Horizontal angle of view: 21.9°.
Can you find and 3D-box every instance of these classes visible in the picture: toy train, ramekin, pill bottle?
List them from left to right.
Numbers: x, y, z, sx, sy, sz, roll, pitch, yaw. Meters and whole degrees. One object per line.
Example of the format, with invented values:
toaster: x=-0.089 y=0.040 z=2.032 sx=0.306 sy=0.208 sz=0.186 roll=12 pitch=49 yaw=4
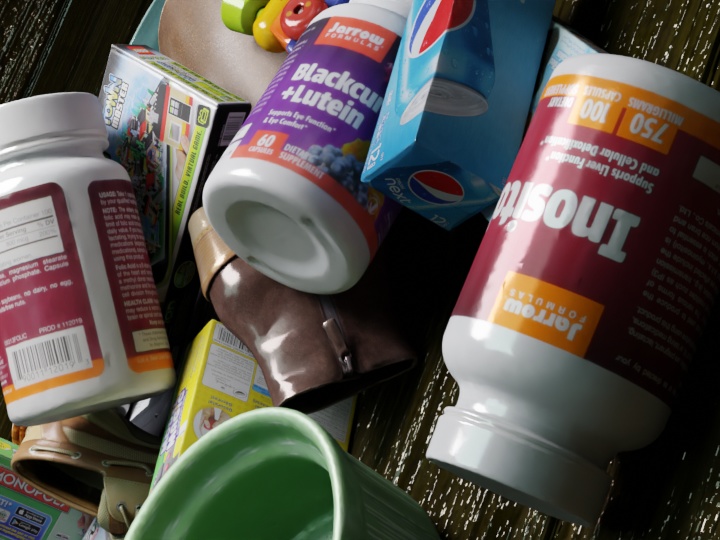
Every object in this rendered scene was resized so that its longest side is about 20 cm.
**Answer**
pill bottle: x=-0.196 y=-0.007 z=1.221 sx=0.114 sy=0.114 sz=0.201 roll=-24 pitch=79 yaw=62
ramekin: x=-0.045 y=0.185 z=1.009 sx=0.200 sy=0.097 sz=0.201 roll=-32 pitch=42 yaw=34
toy train: x=-0.053 y=-0.162 z=1.264 sx=0.115 sy=0.085 sz=0.201 roll=27 pitch=77 yaw=38
pill bottle: x=-0.005 y=-0.094 z=1.160 sx=0.111 sy=0.111 sz=0.201 roll=-30 pitch=27 yaw=59
pill bottle: x=0.107 y=0.011 z=0.867 sx=0.201 sy=0.112 sz=0.113 roll=-67 pitch=19 yaw=-8

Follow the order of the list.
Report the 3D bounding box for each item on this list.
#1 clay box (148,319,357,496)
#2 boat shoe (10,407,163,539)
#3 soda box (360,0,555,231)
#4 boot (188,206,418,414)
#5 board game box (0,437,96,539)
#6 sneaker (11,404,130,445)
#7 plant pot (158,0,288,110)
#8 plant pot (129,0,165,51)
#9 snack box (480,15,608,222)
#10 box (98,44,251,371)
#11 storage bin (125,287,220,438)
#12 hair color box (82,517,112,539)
clay box: x=-0.073 y=0.142 z=1.170 sx=0.048 sy=0.114 sz=0.201 roll=-43 pitch=28 yaw=48
boat shoe: x=-0.148 y=0.153 z=1.255 sx=0.074 sy=0.199 sz=0.076 roll=-48 pitch=-31 yaw=-41
soda box: x=0.065 y=-0.130 z=1.105 sx=0.064 sy=0.068 sz=0.201 roll=-34 pitch=35 yaw=53
boot: x=0.000 y=0.000 z=1.210 sx=0.167 sy=0.199 sz=0.073 roll=58 pitch=162 yaw=31
board game box: x=-0.218 y=0.210 z=1.334 sx=0.135 sy=0.199 sz=0.029 roll=-59 pitch=19 yaw=11
sneaker: x=-0.193 y=0.057 z=1.398 sx=0.201 sy=0.075 sz=0.092 roll=-57 pitch=11 yaw=-2
plant pot: x=-0.041 y=-0.119 z=1.363 sx=0.187 sy=0.186 sz=0.201 roll=-52 pitch=37 yaw=30
plant pot: x=-0.139 y=-0.167 z=1.704 sx=0.201 sy=0.134 sz=0.201 roll=-51 pitch=24 yaw=33
snack box: x=0.103 y=-0.090 z=1.118 sx=0.117 sy=0.037 sz=0.200 roll=-61 pitch=19 yaw=11
box: x=-0.148 y=-0.041 z=1.274 sx=0.110 sy=0.035 sz=0.201 roll=30 pitch=113 yaw=33
storage bin: x=-0.124 y=0.109 z=1.381 sx=0.200 sy=0.093 sz=0.136 roll=-41 pitch=29 yaw=51
hair color box: x=-0.138 y=0.244 z=1.235 sx=0.061 sy=0.099 sz=0.200 roll=-59 pitch=20 yaw=18
